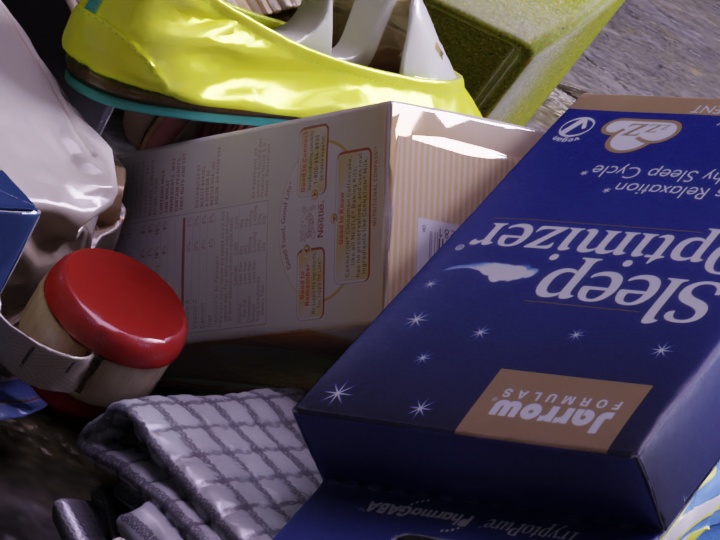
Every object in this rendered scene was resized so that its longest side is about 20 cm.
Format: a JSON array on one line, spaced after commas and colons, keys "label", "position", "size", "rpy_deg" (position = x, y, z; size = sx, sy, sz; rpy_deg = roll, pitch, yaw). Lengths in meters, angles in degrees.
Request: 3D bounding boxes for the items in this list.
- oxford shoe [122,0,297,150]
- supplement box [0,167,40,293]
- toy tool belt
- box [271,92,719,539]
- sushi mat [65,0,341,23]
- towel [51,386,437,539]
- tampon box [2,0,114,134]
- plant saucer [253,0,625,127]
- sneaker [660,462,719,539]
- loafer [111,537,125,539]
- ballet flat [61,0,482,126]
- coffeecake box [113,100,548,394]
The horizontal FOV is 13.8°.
[{"label": "oxford shoe", "position": [-0.045, -0.111, 1.103], "size": [0.075, 0.070, 0.200], "rpy_deg": [33, 48, 3]}, {"label": "supplement box", "position": [-0.239, -0.023, 0.831], "size": [0.200, 0.134, 0.200], "rpy_deg": [3, 33, -48]}, {"label": "toy tool belt", "position": [-0.136, -0.002, 0.955], "size": [0.125, 0.123, 0.200], "rpy_deg": [0, 43, -44]}, {"label": "box", "position": [0.066, 0.016, 0.846], "size": [0.121, 0.032, 0.200], "rpy_deg": [5, 40, 39]}, {"label": "sushi mat", "position": [-0.086, -0.155, 1.085], "size": [0.096, 0.012, 0.200], "rpy_deg": [-17, 55, -17]}, {"label": "towel", "position": [0.012, 0.123, 0.891], "size": [0.166, 0.086, 0.200], "rpy_deg": [-3, 39, -50]}, {"label": "tampon box", "position": [-0.182, -0.146, 1.181], "size": [0.150, 0.126, 0.200], "rpy_deg": [14, 27, -33]}, {"label": "plant saucer", "position": [-0.012, -0.099, 1.243], "size": [0.200, 0.200, 0.048], "rpy_deg": [24, 51, -11]}, {"label": "sneaker", "position": [0.092, 0.070, 0.885], "size": [0.105, 0.076, 0.200], "rpy_deg": [55, 44, -25]}, {"label": "loafer", "position": [-0.111, 0.112, 0.755], "size": [0.070, 0.075, 0.200], "rpy_deg": [32, 30, 20]}, {"label": "ballet flat", "position": [-0.014, -0.075, 1.011], "size": [0.200, 0.067, 0.067], "rpy_deg": [11, 13, -45]}, {"label": "coffeecake box", "position": [0.000, 0.000, 1.010], "size": [0.153, 0.073, 0.200], "rpy_deg": [9, -11, -40]}]
